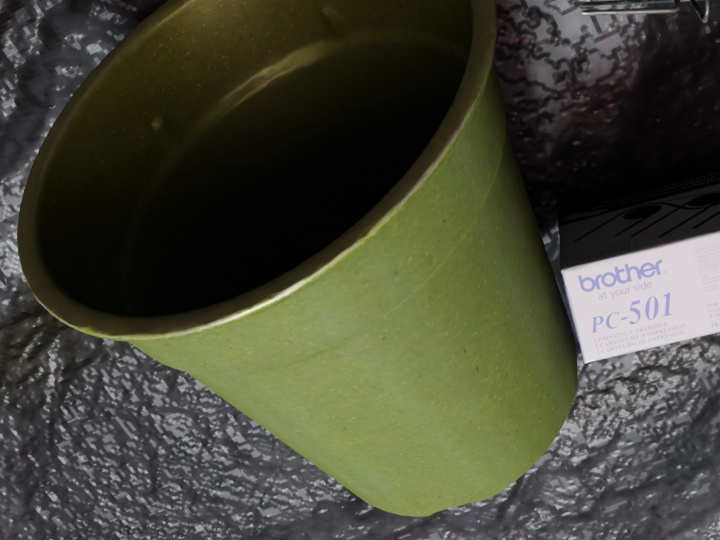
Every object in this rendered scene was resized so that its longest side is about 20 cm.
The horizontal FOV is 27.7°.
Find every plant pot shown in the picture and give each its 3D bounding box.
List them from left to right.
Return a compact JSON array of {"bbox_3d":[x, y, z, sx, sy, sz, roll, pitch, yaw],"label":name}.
[{"bbox_3d":[0.000,0.000,0.584,0.198,0.201,0.190,-23,131,16],"label":"plant pot"}]

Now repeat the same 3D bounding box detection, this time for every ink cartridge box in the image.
[{"bbox_3d":[0.183,-0.019,0.602,0.198,0.094,0.045,-14,105,10],"label":"ink cartridge box"}]

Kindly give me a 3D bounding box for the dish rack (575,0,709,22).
[{"bbox_3d":[0.166,-0.158,0.538,0.198,0.055,0.155,-2,123,4],"label":"dish rack"}]
